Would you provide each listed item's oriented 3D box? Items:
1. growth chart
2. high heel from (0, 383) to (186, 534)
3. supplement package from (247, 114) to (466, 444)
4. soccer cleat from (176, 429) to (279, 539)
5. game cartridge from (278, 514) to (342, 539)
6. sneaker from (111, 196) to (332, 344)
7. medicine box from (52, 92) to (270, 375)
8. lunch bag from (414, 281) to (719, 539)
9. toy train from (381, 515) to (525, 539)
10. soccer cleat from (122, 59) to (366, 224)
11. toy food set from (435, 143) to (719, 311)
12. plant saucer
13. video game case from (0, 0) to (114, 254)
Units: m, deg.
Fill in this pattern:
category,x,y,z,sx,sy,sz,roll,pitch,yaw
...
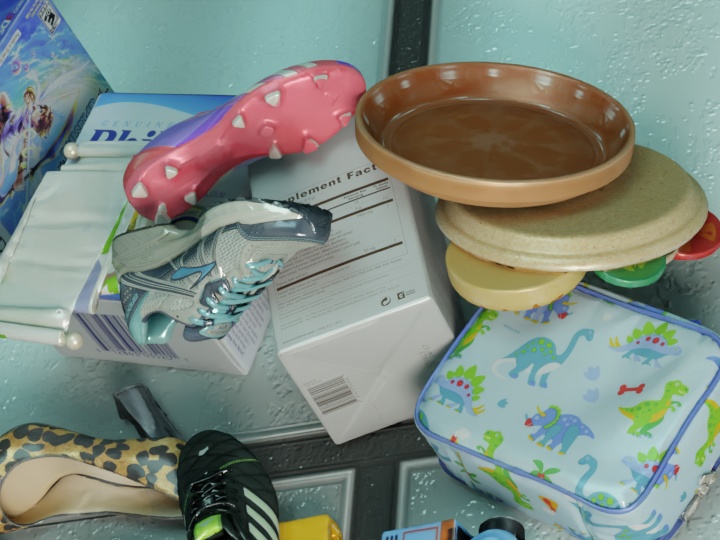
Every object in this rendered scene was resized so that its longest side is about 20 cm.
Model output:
category,x,y,z,sx,sy,sz,roll,pitch,yaw
growth chart,-0.213,-0.024,1.513,0.144,0.018,0.201,11,61,32
high heel,-0.214,0.171,1.458,0.199,0.072,0.143,-31,40,-11
supplement package,0.000,0.000,1.456,0.119,0.122,0.201,-20,47,10
soccer cleat,-0.090,0.177,1.348,0.067,0.081,0.201,-26,47,6
game cartridge,-0.110,0.265,1.367,0.198,0.033,0.178,-13,50,20
sneaker,-0.092,0.005,1.389,0.199,0.077,0.087,-17,73,42
medicine box,-0.150,-0.033,1.570,0.181,0.103,0.201,4,57,29
lunch bag,0.151,0.091,1.335,0.199,0.083,0.161,20,65,37
toy train,0.063,0.251,1.257,0.113,0.087,0.202,-15,51,28
soccer cleat,-0.089,-0.105,1.462,0.199,0.067,0.077,-30,33,10
toy food set,0.151,-0.038,1.397,0.196,0.049,0.200,-6,27,-2
plant saucer,0.094,-0.095,1.410,0.198,0.033,0.201,3,29,-2
video game case,-0.282,-0.105,1.639,0.045,0.182,0.201,11,60,31
